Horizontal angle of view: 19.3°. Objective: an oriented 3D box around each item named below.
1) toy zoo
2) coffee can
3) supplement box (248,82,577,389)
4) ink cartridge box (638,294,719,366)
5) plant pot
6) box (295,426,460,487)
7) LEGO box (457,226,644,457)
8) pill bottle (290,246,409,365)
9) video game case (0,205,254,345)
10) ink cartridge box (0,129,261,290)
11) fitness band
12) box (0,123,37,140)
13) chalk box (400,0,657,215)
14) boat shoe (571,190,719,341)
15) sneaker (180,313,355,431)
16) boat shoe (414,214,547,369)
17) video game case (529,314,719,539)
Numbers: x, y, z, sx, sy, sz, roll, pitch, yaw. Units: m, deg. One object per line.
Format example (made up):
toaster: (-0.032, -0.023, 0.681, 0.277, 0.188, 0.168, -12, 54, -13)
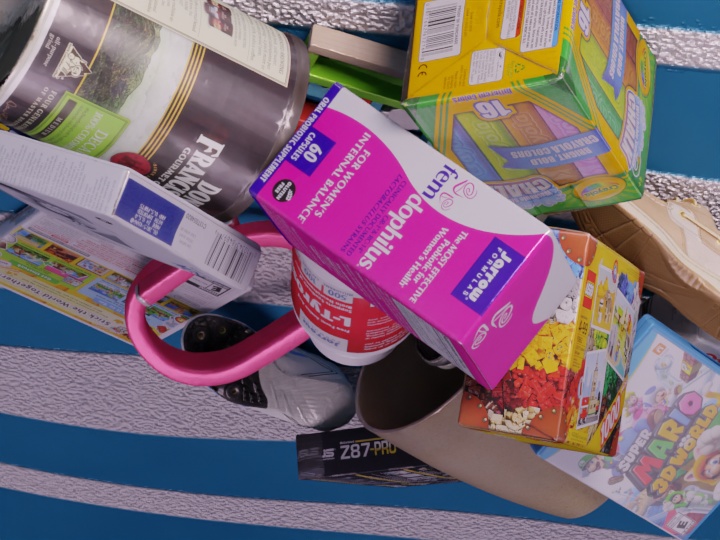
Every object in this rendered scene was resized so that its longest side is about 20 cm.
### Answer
toy zoo: (-0.007, -0.111, 1.629, 0.130, 0.021, 0.200, 16, 149, -13)
coffee can: (-0.157, -0.139, 1.493, 0.199, 0.147, 0.146, 24, 147, -25)
supplement box: (0.037, -0.024, 1.458, 0.200, 0.101, 0.103, 35, 172, 24)
ink cartridge box: (0.299, 0.083, 1.820, 0.145, 0.085, 0.200, 18, 149, -16)
plant pot: (0.129, 0.114, 1.774, 0.200, 0.188, 0.187, 41, 138, -25)
box: (0.055, 0.176, 2.015, 0.160, 0.049, 0.200, -11, 168, 27)
LEGO box: (0.145, 0.055, 1.574, 0.077, 0.150, 0.200, 8, 175, 20)
pill bottle: (0.000, 0.000, 1.690, 0.111, 0.113, 0.200, 8, 155, 1)
video game case: (-0.224, -0.001, 1.874, 0.199, 0.023, 0.182, 26, 146, -30)
ink cartridge box: (-0.198, -0.052, 1.502, 0.199, 0.041, 0.199, 20, 174, 29)
fitness band: (-0.109, 0.026, 1.822, 0.199, 0.038, 0.144, -31, 126, 20)
box: (-0.219, -0.113, 1.625, 0.064, 0.070, 0.200, 0, 151, 31)
chalk box: (0.130, -0.119, 1.477, 0.123, 0.125, 0.200, -8, 147, 27)
boat shoe: (0.251, -0.020, 1.672, 0.200, 0.069, 0.074, 39, 151, -9)
sneaker: (-0.090, 0.092, 1.951, 0.199, 0.072, 0.072, 29, -178, -35)
boat shoe: (0.084, -0.013, 1.644, 0.067, 0.072, 0.201, 3, 123, -41)
video game case: (0.249, 0.132, 1.731, 0.200, 0.018, 0.143, 32, 105, -36)
